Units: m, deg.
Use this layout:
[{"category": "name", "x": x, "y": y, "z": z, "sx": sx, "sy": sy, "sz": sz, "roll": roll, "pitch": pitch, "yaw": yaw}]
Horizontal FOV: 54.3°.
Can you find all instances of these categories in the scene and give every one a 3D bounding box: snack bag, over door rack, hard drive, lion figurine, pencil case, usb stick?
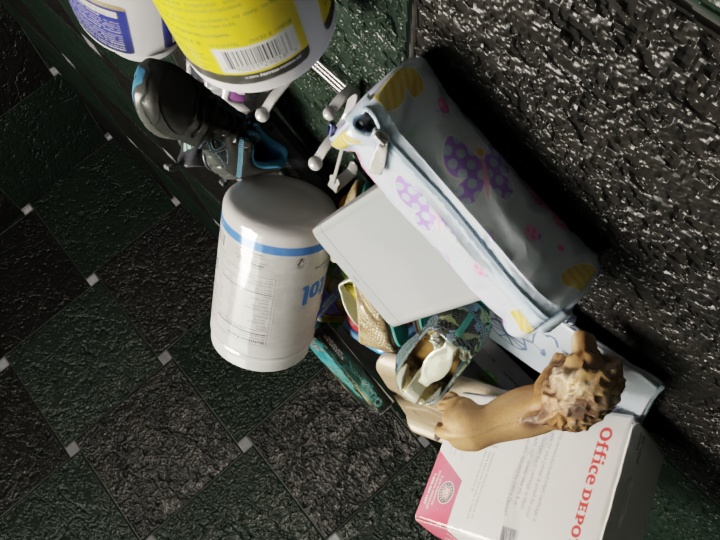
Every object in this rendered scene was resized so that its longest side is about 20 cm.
[{"category": "snack bag", "x": 0.188, "y": 0.073, "z": 0.658, "sx": 0.200, "sy": 0.021, "sz": 0.189, "roll": 37, "pitch": 167, "yaw": 27}, {"category": "over door rack", "x": -0.071, "y": -0.153, "z": 0.667, "sx": 0.148, "sy": 0.067, "sz": 0.200, "roll": 44, "pitch": 170, "yaw": 8}, {"category": "hard drive", "x": 0.047, "y": -0.019, "z": 0.632, "sx": 0.132, "sy": 0.027, "sz": 0.200, "roll": 50, "pitch": 148, "yaw": -9}, {"category": "lion figurine", "x": 0.129, "y": 0.117, "z": 0.588, "sx": 0.073, "sy": 0.199, "sz": 0.122, "roll": 60, "pitch": -158, "yaw": 8}, {"category": "pencil case", "x": 0.071, "y": -0.048, "z": 0.473, "sx": 0.200, "sy": 0.083, "sz": 0.091, "roll": 46, "pitch": -168, "yaw": -9}, {"category": "usb stick", "x": -0.063, "y": -0.112, "z": 0.840, "sx": 0.055, "sy": 0.033, "sz": 0.200, "roll": 3, "pitch": 144, "yaw": 46}]

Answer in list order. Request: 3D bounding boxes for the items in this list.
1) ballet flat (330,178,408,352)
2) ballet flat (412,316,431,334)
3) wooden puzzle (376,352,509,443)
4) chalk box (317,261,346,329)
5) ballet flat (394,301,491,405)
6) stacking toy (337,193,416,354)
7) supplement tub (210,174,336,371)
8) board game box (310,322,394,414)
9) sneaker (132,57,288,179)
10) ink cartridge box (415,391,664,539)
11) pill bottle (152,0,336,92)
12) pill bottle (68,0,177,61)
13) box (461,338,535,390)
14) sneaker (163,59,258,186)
[{"category": "ballet flat", "x": 0.000, "y": 0.000, "z": 0.780, "sx": 0.065, "sy": 0.070, "sz": 0.202, "roll": -5, "pitch": 106, "yaw": 26}, {"category": "ballet flat", "x": 0.068, "y": 0.001, "z": 0.749, "sx": 0.068, "sy": 0.068, "sz": 0.201, "roll": 49, "pitch": 164, "yaw": 35}, {"category": "wooden puzzle", "x": 0.127, "y": 0.171, "z": 0.879, "sx": 0.184, "sy": 0.046, "sz": 0.201, "roll": 15, "pitch": 150, "yaw": 26}, {"category": "chalk box", "x": -0.064, "y": -0.024, "z": 0.987, "sx": 0.125, "sy": 0.124, "sz": 0.200, "roll": 40, "pitch": 168, "yaw": 26}, {"category": "ballet flat", "x": 0.071, "y": 0.100, "z": 0.732, "sx": 0.074, "sy": 0.074, "sz": 0.201, "roll": 41, "pitch": 143, "yaw": 17}, {"category": "stacking toy", "x": 0.013, "y": -0.009, "z": 0.852, "sx": 0.110, "sy": 0.116, "sz": 0.201, "roll": 30, "pitch": 151, "yaw": 49}, {"category": "supplement tub", "x": -0.105, "y": 0.003, "z": 0.824, "sx": 0.132, "sy": 0.131, "sz": 0.201, "roll": 38, "pitch": 131, "yaw": 32}, {"category": "board game box", "x": -0.026, "y": 0.131, "z": 0.980, "sx": 0.136, "sy": 0.028, "sz": 0.200, "roll": 50, "pitch": 169, "yaw": -3}, {"category": "sneaker", "x": -0.147, "y": -0.154, "z": 0.715, "sx": 0.081, "sy": 0.074, "sz": 0.200, "roll": 5, "pitch": 168, "yaw": 26}, {"category": "ink cartridge box", "x": 0.171, "y": 0.211, "z": 0.682, "sx": 0.199, "sy": 0.147, "sz": 0.083, "roll": -1, "pitch": 144, "yaw": 48}, {"category": "pill bottle", "x": -0.085, "y": -0.206, "z": 0.399, "sx": 0.111, "sy": 0.111, "sz": 0.200, "roll": 40, "pitch": 168, "yaw": 23}, {"category": "pill bottle", "x": -0.200, "y": -0.258, "z": 0.616, "sx": 0.120, "sy": 0.120, "sz": 0.200, "roll": 46, "pitch": 169, "yaw": -9}, {"category": "box", "x": 0.194, "y": 0.162, "z": 0.922, "sx": 0.200, "sy": 0.041, "sz": 0.156, "roll": 46, "pitch": 169, "yaw": 3}, {"category": "sneaker", "x": -0.181, "y": -0.173, "z": 0.806, "sx": 0.078, "sy": 0.140, "sz": 0.200, "roll": 36, "pitch": 167, "yaw": 40}]
